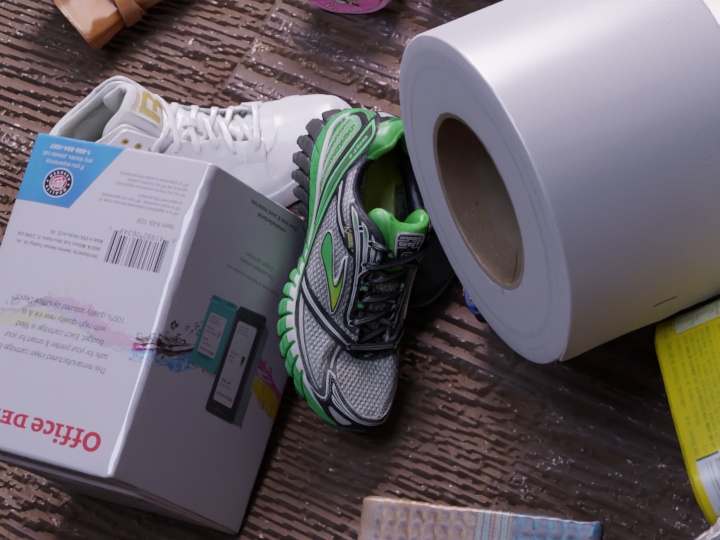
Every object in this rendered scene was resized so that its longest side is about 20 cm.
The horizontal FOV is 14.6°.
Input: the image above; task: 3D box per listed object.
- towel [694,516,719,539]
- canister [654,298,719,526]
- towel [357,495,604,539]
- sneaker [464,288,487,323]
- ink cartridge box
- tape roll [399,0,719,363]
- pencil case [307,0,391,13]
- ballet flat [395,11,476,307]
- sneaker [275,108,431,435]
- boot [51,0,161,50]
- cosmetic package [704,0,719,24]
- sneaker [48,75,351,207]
[{"bbox_3d":[0.188,0.237,1.478,0.200,0.132,0.034,-55,8,-8],"label":"towel"},{"bbox_3d":[0.274,0.056,1.558,0.199,0.087,0.149,-23,53,18],"label":"canister"},{"bbox_3d":[0.052,0.228,1.520,0.146,0.022,0.201,5,78,23],"label":"towel"},{"bbox_3d":[0.085,-0.061,1.731,0.075,0.078,0.201,-23,52,48],"label":"sneaker"},{"bbox_3d":[-0.139,0.040,1.748,0.146,0.146,0.201,11,78,35],"label":"ink cartridge box"},{"bbox_3d":[0.126,-0.064,1.598,0.139,0.203,0.203,-22,48,-16],"label":"tape roll"},{"bbox_3d":[0.010,-0.273,1.919,0.086,0.083,0.201,-16,50,56],"label":"pencil case"},{"bbox_3d":[0.049,-0.078,1.783,0.068,0.068,0.201,7,66,35],"label":"ballet flat"},{"bbox_3d":[0.000,0.000,1.715,0.085,0.078,0.201,-1,90,55],"label":"sneaker"},{"bbox_3d":[-0.183,-0.262,2.032,0.155,0.074,0.200,-43,47,5],"label":"boot"},{"bbox_3d":[0.220,-0.115,1.694,0.103,0.087,0.200,-40,50,1],"label":"cosmetic package"},{"bbox_3d":[-0.110,-0.086,1.851,0.199,0.116,0.074,-21,51,16],"label":"sneaker"}]
